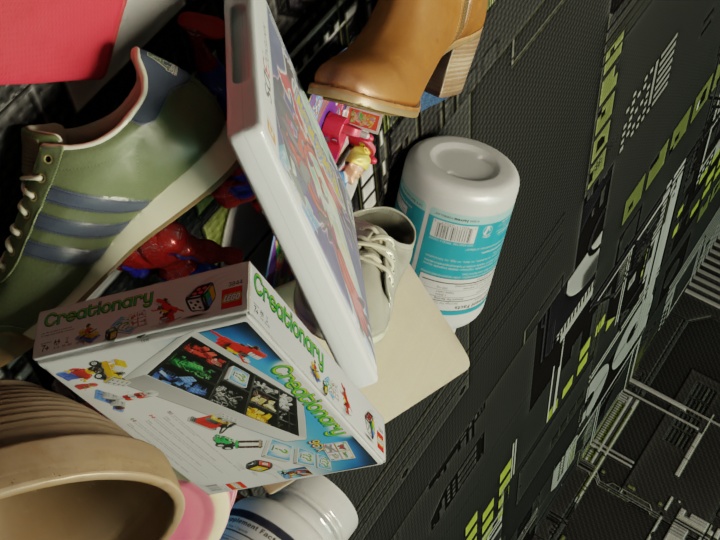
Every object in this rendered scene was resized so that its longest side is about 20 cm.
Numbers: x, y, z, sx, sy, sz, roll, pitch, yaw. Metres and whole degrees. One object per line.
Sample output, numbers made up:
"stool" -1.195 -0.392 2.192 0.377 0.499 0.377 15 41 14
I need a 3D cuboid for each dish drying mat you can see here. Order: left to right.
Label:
"dish drying mat" -0.182 -0.124 0.577 0.200 0.018 0.077 -21 135 -61

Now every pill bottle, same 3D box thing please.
"pill bottle" -0.090 0.261 1.007 0.200 0.111 0.111 -47 154 -33
"pill bottle" 0.079 -0.021 1.170 0.111 0.110 0.201 -37 148 -48

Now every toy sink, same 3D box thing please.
"toy sink" -0.023 0.075 0.984 0.112 0.131 0.200 -36 174 32

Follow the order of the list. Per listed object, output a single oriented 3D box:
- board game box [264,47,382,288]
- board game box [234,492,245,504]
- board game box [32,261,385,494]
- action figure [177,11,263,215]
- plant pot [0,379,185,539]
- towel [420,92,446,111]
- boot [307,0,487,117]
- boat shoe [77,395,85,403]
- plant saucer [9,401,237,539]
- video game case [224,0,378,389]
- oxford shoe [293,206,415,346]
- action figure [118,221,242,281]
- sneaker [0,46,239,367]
"board game box" -0.019 -0.068 0.931 0.158 0.039 0.201 -56 162 -58
"board game box" -0.179 0.264 1.018 0.201 0.040 0.153 -59 159 -8
"board game box" -0.077 0.071 0.693 0.200 0.126 0.035 55 28 -52
"action figure" -0.086 -0.088 0.805 0.066 0.051 0.200 -61 161 -17
"plant pot" -0.206 0.126 0.669 0.200 0.093 0.201 -21 151 -12
"towel" 0.063 -0.224 0.957 0.112 0.048 0.201 -37 146 -54
"boot" 0.037 -0.191 0.825 0.200 0.076 0.156 -22 128 -52
"boat shoe" -0.155 0.129 0.875 0.070 0.066 0.201 -44 152 -38
"plant saucer" -0.165 0.169 0.815 0.200 0.051 0.201 -23 139 -21
"video game case" -0.036 -0.057 0.735 0.183 0.023 0.201 -99 169 -49
"oxford shoe" 0.000 0.000 0.890 0.058 0.075 0.200 -62 179 24
"action figure" -0.110 0.004 0.793 0.200 0.065 0.052 51 40 -50
"sneaker" -0.163 -0.041 0.668 0.200 0.067 0.090 -41 115 -1
